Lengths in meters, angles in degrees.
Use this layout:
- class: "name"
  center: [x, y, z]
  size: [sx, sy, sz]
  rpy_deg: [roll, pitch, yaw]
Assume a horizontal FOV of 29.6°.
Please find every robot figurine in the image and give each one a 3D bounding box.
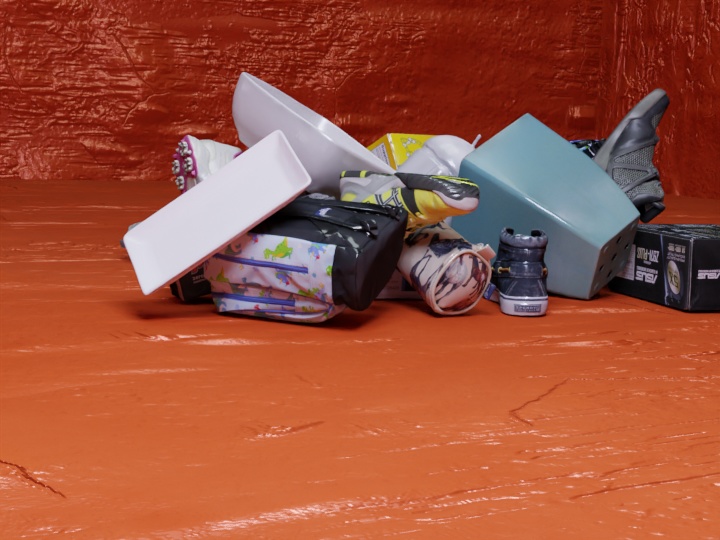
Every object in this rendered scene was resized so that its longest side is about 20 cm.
- class: "robot figurine"
  center: [0.090, -0.095, 1.780]
  size: [0.113, 0.200, 0.170]
  rpy_deg: [46, 0, 7]

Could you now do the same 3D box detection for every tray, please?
- class: "tray"
  center: [-0.142, -0.055, 1.369]
  size: [0.199, 0.022, 0.108]
  rpy_deg: [-34, 42, 2]

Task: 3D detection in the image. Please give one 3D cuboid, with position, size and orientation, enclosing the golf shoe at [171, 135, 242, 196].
- class: "golf shoe"
  center: [-0.158, -0.071, 1.612]
  size: [0.091, 0.202, 0.075]
  rpy_deg: [-2, -24, -33]

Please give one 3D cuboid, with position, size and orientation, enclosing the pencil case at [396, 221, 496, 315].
- class: "pencil case"
  center: [0.076, -0.028, 1.532]
  size: [0.089, 0.078, 0.200]
  rpy_deg: [-37, 36, -4]

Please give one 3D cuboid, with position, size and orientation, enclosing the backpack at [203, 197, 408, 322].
- class: "backpack"
  center: [-0.070, -0.015, 1.413]
  size: [0.198, 0.156, 0.163]
  rpy_deg: [17, 25, 13]

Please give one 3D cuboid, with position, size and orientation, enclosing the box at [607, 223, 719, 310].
- class: "box"
  center: [0.424, -0.007, 1.691]
  size: [0.162, 0.087, 0.200]
  rpy_deg: [-1, 7, -19]

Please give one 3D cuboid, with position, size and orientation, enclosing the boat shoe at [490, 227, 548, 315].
- class: "boat shoe"
  center: [0.185, -0.007, 1.585]
  size: [0.070, 0.092, 0.200]
  rpy_deg: [2, 7, -3]

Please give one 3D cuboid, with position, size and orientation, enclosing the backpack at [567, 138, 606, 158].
- class: "backpack"
  center: [0.246, -0.081, 1.877]
  size: [0.197, 0.185, 0.135]
  rpy_deg: [-3, -12, 1]

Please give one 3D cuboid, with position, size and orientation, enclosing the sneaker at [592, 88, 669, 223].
- class: "sneaker"
  center: [0.367, -0.139, 1.784]
  size: [0.114, 0.200, 0.076]
  rpy_deg: [34, -17, 8]

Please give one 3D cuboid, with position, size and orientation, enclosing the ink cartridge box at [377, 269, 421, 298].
- class: "ink cartridge box"
  center: [0.000, 0.000, 1.663]
  size: [0.195, 0.048, 0.200]
  rpy_deg: [-1, 10, -15]

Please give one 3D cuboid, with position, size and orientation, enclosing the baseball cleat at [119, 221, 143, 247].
- class: "baseball cleat"
  center: [-0.250, -0.053, 1.900]
  size: [0.105, 0.071, 0.199]
  rpy_deg: [8, 8, 34]

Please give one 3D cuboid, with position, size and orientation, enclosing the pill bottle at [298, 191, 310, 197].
- class: "pill bottle"
  center: [-0.086, -0.062, 1.740]
  size: [0.112, 0.114, 0.199]
  rpy_deg: [7, -10, 35]

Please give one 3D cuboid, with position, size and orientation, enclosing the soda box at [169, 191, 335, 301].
- class: "soda box"
  center: [-0.120, -0.027, 1.526]
  size: [0.198, 0.072, 0.063]
  rpy_deg: [-17, 11, -17]

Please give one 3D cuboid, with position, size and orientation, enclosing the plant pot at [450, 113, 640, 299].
- class: "plant pot"
  center: [0.235, -0.066, 1.688]
  size: [0.199, 0.142, 0.141]
  rpy_deg: [34, 50, 26]

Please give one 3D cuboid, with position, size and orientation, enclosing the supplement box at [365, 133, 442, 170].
- class: "supplement box"
  center: [0.033, -0.106, 1.961]
  size: [0.109, 0.110, 0.199]
  rpy_deg: [-3, -18, -40]

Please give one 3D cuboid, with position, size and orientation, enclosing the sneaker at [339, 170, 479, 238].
- class: "sneaker"
  center: [0.054, -0.067, 1.478]
  size: [0.075, 0.078, 0.199]
  rpy_deg: [3, 2, -39]

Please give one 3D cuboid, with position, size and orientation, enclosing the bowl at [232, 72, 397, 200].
- class: "bowl"
  center: [-0.058, -0.143, 1.647]
  size: [0.199, 0.075, 0.199]
  rpy_deg: [39, 8, 34]
